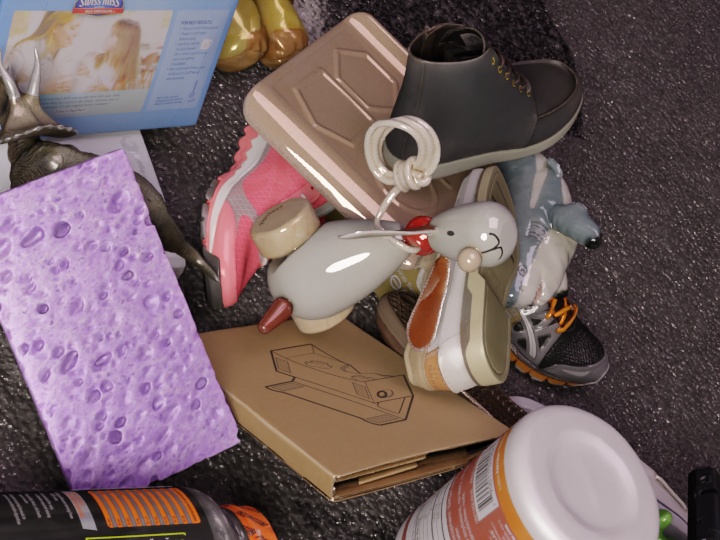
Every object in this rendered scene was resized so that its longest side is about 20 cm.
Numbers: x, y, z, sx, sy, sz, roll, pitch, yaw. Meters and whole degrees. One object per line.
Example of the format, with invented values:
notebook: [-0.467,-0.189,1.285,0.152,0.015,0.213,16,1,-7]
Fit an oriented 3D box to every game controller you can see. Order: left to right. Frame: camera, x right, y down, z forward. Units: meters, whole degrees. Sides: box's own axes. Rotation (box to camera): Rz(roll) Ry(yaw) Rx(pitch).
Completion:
game controller: [0.247,0.200,0.833,0.200,0.042,0.106,-26,98,-73]

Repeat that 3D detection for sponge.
sponge: [-0.161,0.037,0.780,0.110,0.030,0.203,-24,98,-20]

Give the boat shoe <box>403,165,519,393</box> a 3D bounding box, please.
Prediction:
boat shoe: [0.072,0.000,0.911,0.075,0.068,0.202,58,30,-35]

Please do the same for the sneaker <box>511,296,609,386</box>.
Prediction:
sneaker: [0.139,0.018,1.067,0.200,0.077,0.078,42,40,-2]

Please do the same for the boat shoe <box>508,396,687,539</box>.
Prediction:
boat shoe: [0.186,0.161,0.993,0.199,0.072,0.066,34,29,-2]

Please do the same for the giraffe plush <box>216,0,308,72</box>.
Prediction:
giraffe plush: [-0.102,-0.294,1.078,0.171,0.162,0.202,-7,61,-39]

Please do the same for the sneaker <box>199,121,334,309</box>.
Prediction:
sneaker: [-0.065,-0.050,0.952,0.085,0.074,0.202,9,44,8]

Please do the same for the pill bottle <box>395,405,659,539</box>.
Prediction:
pill bottle: [0.090,0.181,0.808,0.111,0.200,0.113,19,47,-22]

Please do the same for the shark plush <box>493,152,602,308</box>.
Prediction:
shark plush: [0.126,-0.066,1.005,0.082,0.091,0.203,-5,73,-16]

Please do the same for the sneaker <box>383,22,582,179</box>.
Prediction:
sneaker: [0.110,-0.146,0.973,0.198,0.107,0.075,-25,54,-33]

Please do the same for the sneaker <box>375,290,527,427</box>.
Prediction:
sneaker: [0.068,0.107,0.944,0.200,0.076,0.070,48,30,18]

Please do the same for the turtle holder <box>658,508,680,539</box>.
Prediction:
turtle holder: [0.191,0.262,0.884,0.140,0.185,0.133,-34,94,-13]

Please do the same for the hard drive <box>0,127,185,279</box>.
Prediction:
hard drive: [-0.232,-0.048,0.886,0.198,0.026,0.133,-3,59,-37]

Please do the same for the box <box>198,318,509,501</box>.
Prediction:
box: [-0.017,0.085,0.860,0.162,0.022,0.199,-7,26,-40]

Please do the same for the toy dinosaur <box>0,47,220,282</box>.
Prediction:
toy dinosaur: [-0.178,-0.043,0.826,0.199,0.102,0.077,36,43,-5]

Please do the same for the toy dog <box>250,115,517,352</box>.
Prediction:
toy dog: [0.000,0.000,0.849,0.132,0.199,0.097,43,44,-14]

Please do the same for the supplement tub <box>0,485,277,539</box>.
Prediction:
supplement tub: [-0.148,0.182,0.690,0.198,0.123,0.124,5,53,-33]

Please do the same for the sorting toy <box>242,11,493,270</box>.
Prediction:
sorting toy: [0.014,-0.107,1.012,0.185,0.036,0.200,44,41,-2]

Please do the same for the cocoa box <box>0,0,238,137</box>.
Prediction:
cocoa box: [-0.211,-0.189,0.919,0.198,0.134,0.131,-11,49,-42]

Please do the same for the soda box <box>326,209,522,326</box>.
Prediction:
soda box: [0.041,-0.017,1.033,0.067,0.064,0.201,-19,70,-44]
